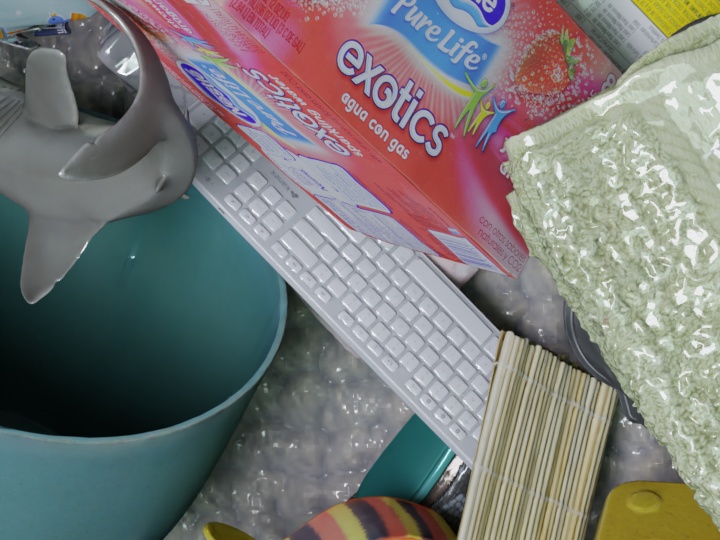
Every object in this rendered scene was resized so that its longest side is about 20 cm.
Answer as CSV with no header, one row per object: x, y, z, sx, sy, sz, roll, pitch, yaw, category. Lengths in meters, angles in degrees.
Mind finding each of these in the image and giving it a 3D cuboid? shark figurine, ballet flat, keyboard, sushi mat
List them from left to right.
-0.107,-0.030,0.886,0.128,0.214,0.090,35,75,-27,shark figurine
0.000,0.000,0.964,0.200,0.056,0.011,46,152,2,keyboard
0.011,0.130,1.023,0.072,0.072,0.200,43,111,2,ballet flat
0.063,0.131,0.942,0.012,0.096,0.200,5,77,39,sushi mat

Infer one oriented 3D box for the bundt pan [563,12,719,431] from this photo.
0.178,-0.003,0.896,0.201,0.076,0.202,-2,108,-5,bundt pan

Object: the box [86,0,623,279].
-0.007,-0.093,0.848,0.103,0.200,0.095,15,71,49,box

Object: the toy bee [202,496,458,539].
-0.050,0.153,0.922,0.131,0.200,0.109,16,150,52,toy bee

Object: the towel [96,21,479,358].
0.009,-0.090,0.980,0.200,0.032,0.191,-43,90,21,towel

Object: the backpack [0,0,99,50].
-0.170,-0.165,0.938,0.200,0.127,0.167,-6,125,37,backpack

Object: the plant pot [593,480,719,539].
0.158,0.194,0.893,0.199,0.200,0.177,2,122,15,plant pot

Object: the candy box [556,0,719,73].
0.115,-0.117,0.916,0.102,0.026,0.200,-43,99,12,candy box

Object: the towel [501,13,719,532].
0.154,0.007,0.827,0.148,0.036,0.200,-31,93,6,towel

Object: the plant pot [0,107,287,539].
-0.149,0.051,0.978,0.200,0.201,0.161,28,131,8,plant pot
